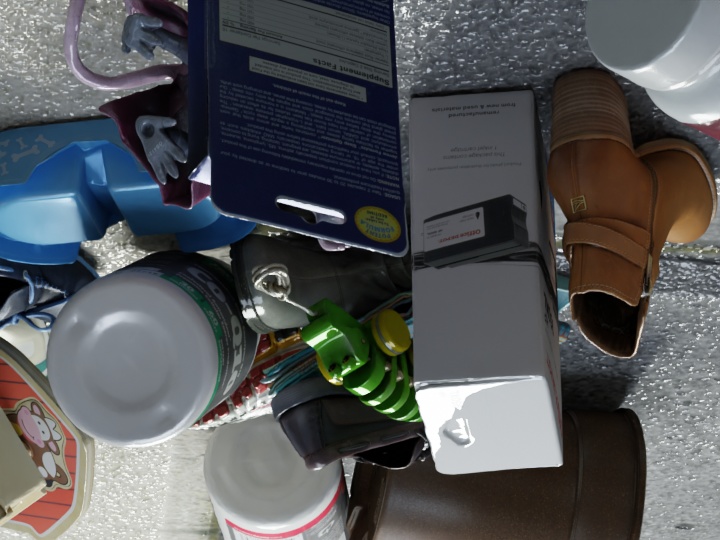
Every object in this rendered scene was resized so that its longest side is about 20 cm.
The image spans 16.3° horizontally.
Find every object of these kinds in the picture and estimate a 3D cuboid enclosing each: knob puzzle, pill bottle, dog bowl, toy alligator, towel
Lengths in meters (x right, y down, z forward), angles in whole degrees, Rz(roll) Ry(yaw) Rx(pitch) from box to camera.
[{"bbox_3d":[-0.266,0.118,1.803,0.219,0.030,0.221,25,135,28],"label":"knob puzzle"},{"bbox_3d":[0.229,-0.124,1.421,0.199,0.115,0.114,21,146,-35],"label":"pill bottle"},{"bbox_3d":[-0.164,-0.054,1.625,0.199,0.050,0.112,-6,153,9],"label":"dog bowl"},{"bbox_3d":[-0.130,0.046,1.671,0.112,0.114,0.200,-5,-174,9],"label":"pill bottle"},{"bbox_3d":[-0.062,0.192,2.039,0.110,0.111,0.200,-2,153,3],"label":"pill bottle"},{"bbox_3d":[-0.002,0.057,1.652,0.059,0.055,0.200,-29,140,28],"label":"toy alligator"},{"bbox_3d":[0.043,0.062,1.780,0.146,0.022,0.200,-30,156,29],"label":"towel"}]

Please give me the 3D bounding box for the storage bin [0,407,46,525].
[{"bbox_3d":[-0.332,0.114,1.760,0.094,0.201,0.198,-31,177,-35],"label":"storage bin"}]

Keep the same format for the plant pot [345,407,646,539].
[{"bbox_3d":[0.099,0.186,1.957,0.197,0.201,0.200,13,151,-9],"label":"plant pot"}]

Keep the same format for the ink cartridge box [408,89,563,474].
[{"bbox_3d":[0.080,0.010,1.585,0.084,0.201,0.145,-4,153,8],"label":"ink cartridge box"}]

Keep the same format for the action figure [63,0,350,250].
[{"bbox_3d":[-0.067,-0.096,1.488,0.149,0.135,0.199,29,-158,32],"label":"action figure"}]

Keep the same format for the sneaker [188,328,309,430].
[{"bbox_3d":[-0.064,0.083,1.863,0.199,0.078,0.082,-13,152,23],"label":"sneaker"}]

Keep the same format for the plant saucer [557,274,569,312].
[{"bbox_3d":[0.082,0.044,1.854,0.070,0.019,0.200,13,151,-24],"label":"plant saucer"}]

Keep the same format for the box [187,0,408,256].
[{"bbox_3d":[-0.036,-0.098,1.371,0.121,0.201,0.032,14,145,-25],"label":"box"}]

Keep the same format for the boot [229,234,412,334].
[{"bbox_3d":[0.000,0.000,1.705,0.130,0.068,0.200,-15,167,19],"label":"boot"}]

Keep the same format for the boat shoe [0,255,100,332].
[{"bbox_3d":[-0.257,0.008,1.724,0.084,0.069,0.200,-23,145,37],"label":"boat shoe"}]

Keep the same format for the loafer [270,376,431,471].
[{"bbox_3d":[0.010,0.119,1.777,0.072,0.063,0.200,-30,157,28],"label":"loafer"}]

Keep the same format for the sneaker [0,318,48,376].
[{"bbox_3d":[-0.264,0.094,1.865,0.070,0.094,0.200,-2,153,3],"label":"sneaker"}]

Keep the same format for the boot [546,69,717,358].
[{"bbox_3d":[0.175,-0.017,1.582,0.076,0.156,0.200,-11,151,20],"label":"boot"}]
